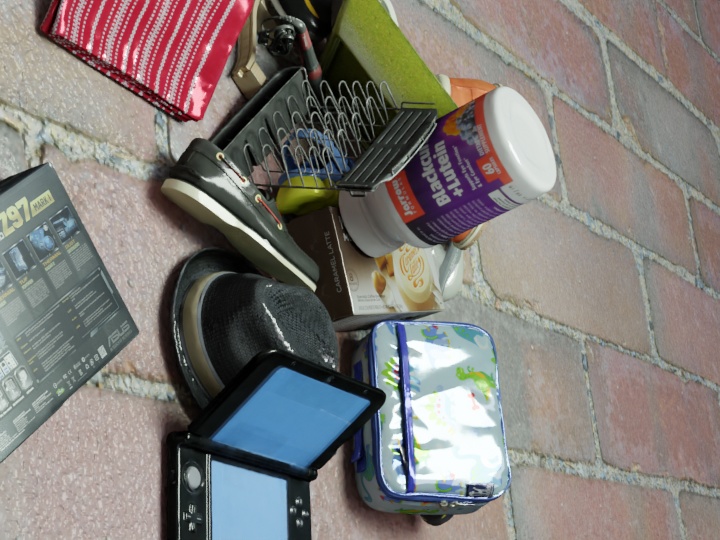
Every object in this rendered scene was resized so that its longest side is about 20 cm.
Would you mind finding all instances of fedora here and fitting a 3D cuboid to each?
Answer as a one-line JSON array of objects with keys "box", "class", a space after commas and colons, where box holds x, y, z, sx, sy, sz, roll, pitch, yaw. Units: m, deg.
[{"box": [-0.083, 0.062, 1.283, 0.200, 0.091, 0.202, 34, 48, -49], "class": "fedora"}]

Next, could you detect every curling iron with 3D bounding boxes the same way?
[{"box": [-0.061, -0.210, 1.457, 0.200, 0.049, 0.026, 57, 39, -66], "class": "curling iron"}]

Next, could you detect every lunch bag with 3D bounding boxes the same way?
[{"box": [0.069, 0.154, 1.464, 0.160, 0.082, 0.201, 7, 66, -20], "class": "lunch bag"}]

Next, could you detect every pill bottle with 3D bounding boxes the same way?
[{"box": [0.081, -0.089, 1.367, 0.111, 0.199, 0.112, 39, 37, -38], "class": "pill bottle"}]

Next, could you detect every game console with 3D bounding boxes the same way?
[{"box": [-0.067, 0.183, 1.235, 0.200, 0.116, 0.177, 27, 54, -52], "class": "game console"}]

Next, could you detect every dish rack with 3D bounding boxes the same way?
[{"box": [-0.031, -0.133, 1.344, 0.154, 0.199, 0.055, -53, 135, -36], "class": "dish rack"}]

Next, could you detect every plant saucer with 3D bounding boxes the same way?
[{"box": [0.019, -0.184, 1.488, 0.048, 0.200, 0.200, -35, 85, -17], "class": "plant saucer"}]

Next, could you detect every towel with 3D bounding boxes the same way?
[{"box": [-0.183, -0.233, 1.254, 0.200, 0.022, 0.145, 30, 83, -51], "class": "towel"}]

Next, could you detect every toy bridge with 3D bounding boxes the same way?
[{"box": [-0.097, -0.260, 1.477, 0.067, 0.027, 0.200, 55, 35, -27], "class": "toy bridge"}]

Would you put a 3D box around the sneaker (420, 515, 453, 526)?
[{"box": [0.113, 0.216, 1.577, 0.081, 0.074, 0.200, 62, 34, -28], "class": "sneaker"}]

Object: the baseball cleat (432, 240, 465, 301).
[{"box": [0.084, -0.066, 1.656, 0.106, 0.069, 0.201, 24, 55, -54], "class": "baseball cleat"}]

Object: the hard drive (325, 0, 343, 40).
[{"box": [0.023, -0.219, 1.541, 0.027, 0.132, 0.201, -35, 98, -17], "class": "hard drive"}]

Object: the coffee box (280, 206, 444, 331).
[{"box": [0.000, 0.000, 1.468, 0.200, 0.079, 0.115, 2, 73, -59], "class": "coffee box"}]

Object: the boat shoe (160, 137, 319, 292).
[{"box": [-0.100, -0.047, 1.314, 0.201, 0.073, 0.063, 42, 68, -37], "class": "boat shoe"}]

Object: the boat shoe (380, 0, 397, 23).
[{"box": [0.027, -0.228, 1.633, 0.060, 0.072, 0.203, -20, 89, -61], "class": "boat shoe"}]

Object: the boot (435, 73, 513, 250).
[{"box": [0.108, -0.128, 1.614, 0.107, 0.075, 0.201, 13, 80, -25], "class": "boot"}]

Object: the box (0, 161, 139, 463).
[{"box": [-0.264, 0.030, 1.034, 0.158, 0.051, 0.200, 65, 32, -17], "class": "box"}]

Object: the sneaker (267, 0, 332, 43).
[{"box": [-0.055, -0.338, 1.479, 0.070, 0.090, 0.201, 19, 48, -44], "class": "sneaker"}]

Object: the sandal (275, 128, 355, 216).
[{"box": [-0.021, -0.099, 1.487, 0.200, 0.079, 0.088, 14, 62, -59], "class": "sandal"}]
